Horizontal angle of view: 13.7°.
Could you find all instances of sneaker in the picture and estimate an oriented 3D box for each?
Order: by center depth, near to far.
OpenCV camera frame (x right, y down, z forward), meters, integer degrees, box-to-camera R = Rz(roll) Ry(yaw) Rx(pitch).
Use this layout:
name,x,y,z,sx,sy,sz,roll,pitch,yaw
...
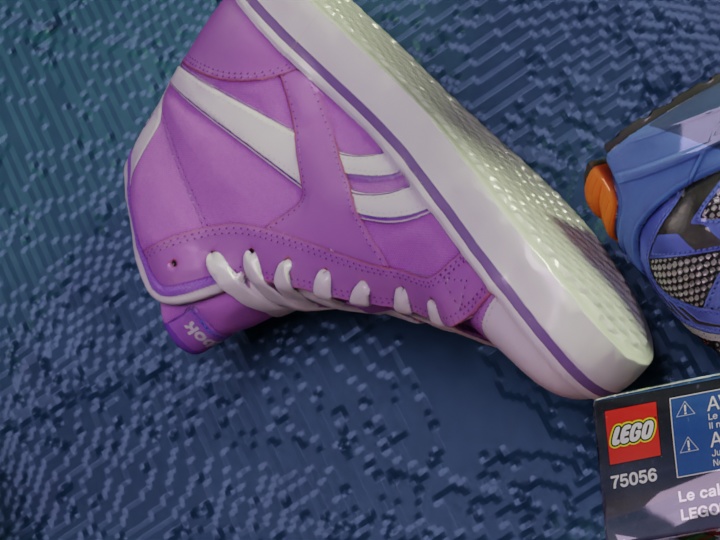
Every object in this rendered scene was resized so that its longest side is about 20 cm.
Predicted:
name,x,y,z,sx,sy,sz,roll,pitch,yaw
sneaker,0.164,-0.040,0.853,0.200,0.075,0.079,-32,73,24
sneaker,0.000,0.000,0.921,0.114,0.073,0.201,-51,50,9

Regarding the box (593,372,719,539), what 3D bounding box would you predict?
name,x,y,z,sx,sy,sz,roll,pitch,yaw
box,0.157,0.057,0.746,0.136,0.200,0.040,-12,71,23
